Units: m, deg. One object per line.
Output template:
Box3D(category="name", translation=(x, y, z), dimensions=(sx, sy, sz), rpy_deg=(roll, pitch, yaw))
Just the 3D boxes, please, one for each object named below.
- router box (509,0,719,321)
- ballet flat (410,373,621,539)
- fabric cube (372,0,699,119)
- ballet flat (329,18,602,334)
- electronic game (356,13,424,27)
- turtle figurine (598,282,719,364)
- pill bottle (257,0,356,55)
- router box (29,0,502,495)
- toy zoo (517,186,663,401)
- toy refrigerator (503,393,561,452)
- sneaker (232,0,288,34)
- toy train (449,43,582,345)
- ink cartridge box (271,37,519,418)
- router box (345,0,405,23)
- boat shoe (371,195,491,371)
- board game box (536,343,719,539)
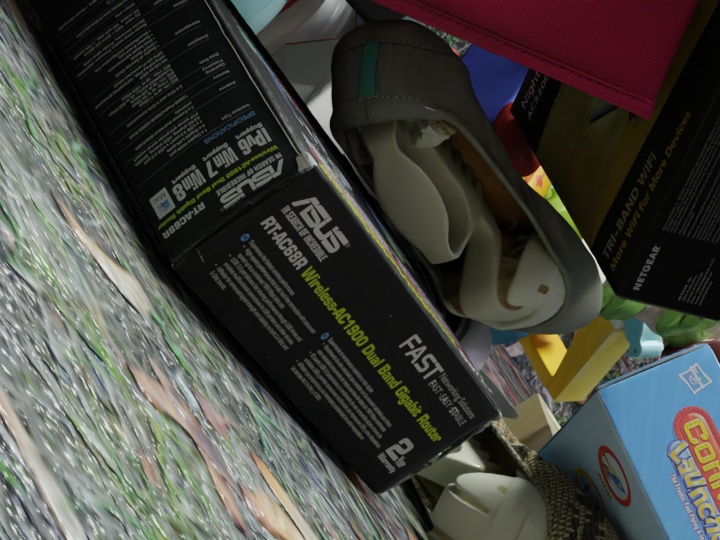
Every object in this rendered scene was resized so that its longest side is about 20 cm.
Box3D(category="router box", translation=(0.141, -0.106, 0.980), dimensions=(0.052, 0.201, 0.157), rpy_deg=(13, 27, -22))
Box3D(category="ballet flat", translation=(0.047, 0.094, 1.060), dimensions=(0.075, 0.068, 0.200), rpy_deg=(26, 17, -36))
Box3D(category="fabric cube", translation=(0.035, -0.200, 0.945), dimensions=(0.196, 0.200, 0.200), rpy_deg=(21, 6, -25))
Box3D(category="ballet flat", translation=(0.040, -0.017, 0.972), dimensions=(0.200, 0.067, 0.064), rpy_deg=(54, 32, -43))
Box3D(category="electronic game", translation=(0.020, -0.158, 1.317), dimensions=(0.200, 0.041, 0.201), rpy_deg=(1, 90, -88))
Box3D(category="turtle figurine", translation=(0.175, 0.095, 1.128), dimensions=(0.194, 0.200, 0.144), rpy_deg=(51, 18, -19))
Box3D(category="pill bottle", translation=(-0.078, -0.195, 1.361), dimensions=(0.200, 0.116, 0.116), rpy_deg=(57, 3, -38))
Box3D(category="router box", translation=(-0.034, -0.024, 0.904), dimensions=(0.150, 0.062, 0.200), rpy_deg=(58, 4, 36))
Box3D(category="toy zoo", translation=(0.103, -0.027, 1.246), dimensions=(0.020, 0.132, 0.200), rpy_deg=(0, 44, -29))
Box3D(category="toy refrigerator", translation=(0.095, 0.123, 1.286), dimensions=(0.076, 0.070, 0.200), rpy_deg=(57, 4, -2))
Box3D(category="sneaker", translation=(-0.082, -0.164, 1.209), dimensions=(0.200, 0.082, 0.074), rpy_deg=(46, -11, 51))
Box3D(category="toy train", translation=(0.082, -0.061, 1.181), dimensions=(0.200, 0.084, 0.116), rpy_deg=(-54, 132, -49))
Box3D(category="ink cartridge box", translation=(0.021, -0.021, 1.247), dimensions=(0.200, 0.067, 0.116), rpy_deg=(56, -22, -20))
Box3D(category="router box", translation=(-0.042, -0.223, 1.142), dimensions=(0.200, 0.051, 0.150), rpy_deg=(44, 19, -47))
Box3D(category="boat shoe", translation=(0.000, 0.000, 1.091), dimensions=(0.066, 0.070, 0.200), rpy_deg=(55, 2, -24))
Box3D(category="board game box", translation=(0.145, 0.155, 1.067), dimensions=(0.196, 0.056, 0.201), rpy_deg=(118, -51, -70))
